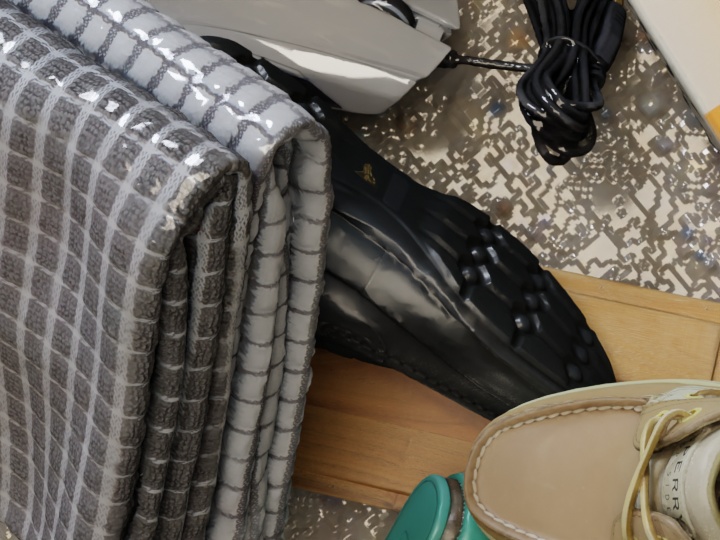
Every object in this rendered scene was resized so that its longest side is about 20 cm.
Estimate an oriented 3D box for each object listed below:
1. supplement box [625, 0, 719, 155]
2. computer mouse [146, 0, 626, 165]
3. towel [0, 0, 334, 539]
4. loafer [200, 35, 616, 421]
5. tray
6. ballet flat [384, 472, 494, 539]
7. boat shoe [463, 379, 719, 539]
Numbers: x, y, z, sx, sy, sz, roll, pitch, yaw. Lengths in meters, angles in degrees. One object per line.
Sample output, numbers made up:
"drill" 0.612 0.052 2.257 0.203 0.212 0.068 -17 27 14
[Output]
"supplement box" 0.207 -0.098 0.804 0.199 0.074 0.126 -33 78 8
"computer mouse" -0.004 -0.091 0.846 0.199 0.044 0.110 5 46 15
"towel" -0.101 0.005 0.757 0.165 0.085 0.201 31 130 28
"loafer" 0.000 0.000 0.799 0.200 0.068 0.070 36 121 -6
"tray" 0.035 0.043 0.848 0.199 0.037 0.099 12 87 15
"ballet flat" 0.006 0.161 0.821 0.070 0.067 0.200 28 112 -17
"boat shoe" 0.115 0.066 0.707 0.199 0.066 0.074 1 78 29
